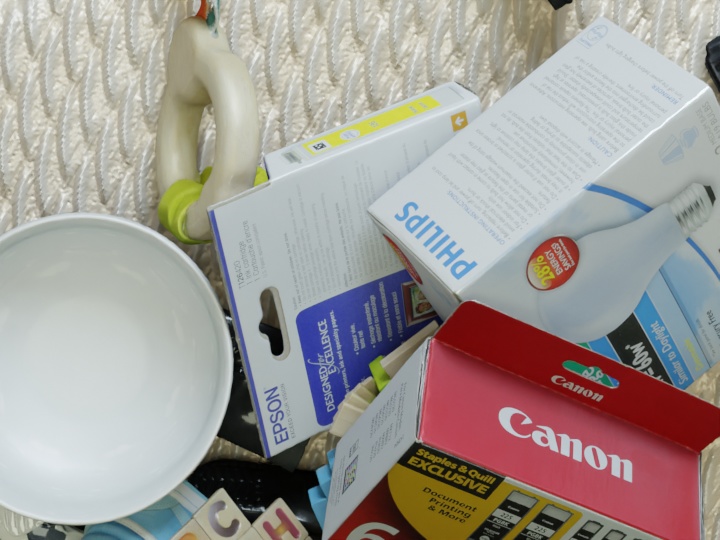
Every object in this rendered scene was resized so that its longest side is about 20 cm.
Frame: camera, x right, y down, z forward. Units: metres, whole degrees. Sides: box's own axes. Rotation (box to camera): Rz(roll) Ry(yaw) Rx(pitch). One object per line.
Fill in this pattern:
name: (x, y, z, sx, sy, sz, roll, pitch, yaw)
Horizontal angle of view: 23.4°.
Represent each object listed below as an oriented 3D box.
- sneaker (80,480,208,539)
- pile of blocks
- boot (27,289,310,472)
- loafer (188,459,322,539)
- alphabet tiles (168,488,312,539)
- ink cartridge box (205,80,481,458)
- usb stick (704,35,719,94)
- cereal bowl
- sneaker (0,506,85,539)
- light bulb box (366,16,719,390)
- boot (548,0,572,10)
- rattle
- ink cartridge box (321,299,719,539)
sneaker: (-0.111, 0.226, 1.170, 0.199, 0.131, 0.080, 32, 128, -5)
pile of blocks: (0.008, 0.117, 1.162, 0.082, 0.062, 0.201, 26, 101, -15)
boot: (-0.132, 0.096, 1.226, 0.199, 0.066, 0.166, 19, 104, -11)
loafer: (-0.028, 0.186, 1.250, 0.198, 0.073, 0.072, 11, 124, 4)
alphabet tiles: (-0.061, 0.250, 1.144, 0.200, 0.166, 0.006, 53, 138, -5)
ink cartridge box: (0.000, 0.000, 1.154, 0.199, 0.047, 0.199, -21, 123, -17)
usb stick: (0.303, -0.079, 1.206, 0.055, 0.033, 0.201, -28, 103, 12)
cereal bowl: (-0.181, 0.061, 1.141, 0.198, 0.083, 0.202, 0, 93, -3)
sneaker: (-0.228, 0.233, 1.243, 0.198, 0.079, 0.130, 24, 93, -17)
light bulb box: (0.147, -0.013, 1.120, 0.200, 0.125, 0.199, -39, 128, -3)
boot: (0.159, -0.291, 1.127, 0.167, 0.076, 0.201, -21, 97, 8)
rattle: (-0.067, -0.118, 1.170, 0.142, 0.130, 0.202, 1, 77, -13)
ink cartridge box: (0.104, 0.128, 1.062, 0.199, 0.084, 0.176, 22, 136, -14)
